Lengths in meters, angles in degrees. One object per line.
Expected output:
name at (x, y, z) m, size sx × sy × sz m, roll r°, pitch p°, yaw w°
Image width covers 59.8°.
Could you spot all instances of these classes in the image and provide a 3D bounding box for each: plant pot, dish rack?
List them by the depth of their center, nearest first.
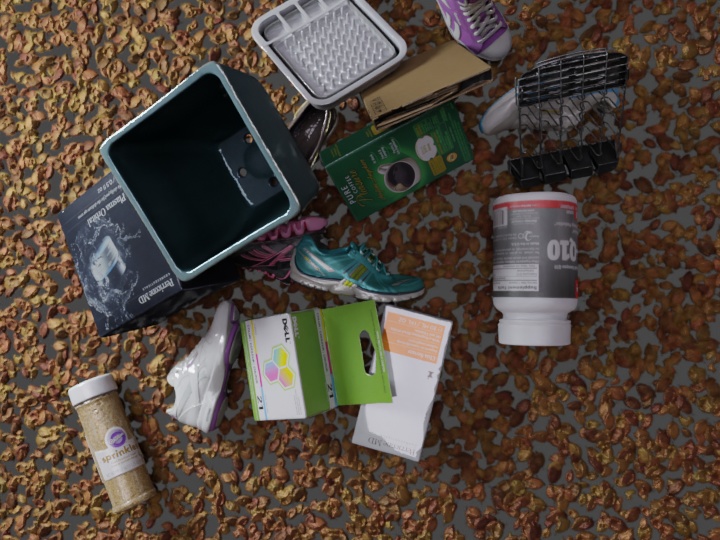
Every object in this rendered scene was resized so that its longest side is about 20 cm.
plant pot at (-0.167, -0.135, 0.828) m, size 0.196 × 0.200 × 0.196 m, roll -28°, pitch 96°, yaw 21°
dish rack at (0.273, -0.201, 0.830) m, size 0.152 × 0.201 × 0.055 m, roll -11°, pitch 46°, yaw 6°
dish rack at (-0.046, -0.327, 0.922) m, size 0.171 × 0.044 × 0.200 m, roll -33°, pitch 67°, yaw -11°

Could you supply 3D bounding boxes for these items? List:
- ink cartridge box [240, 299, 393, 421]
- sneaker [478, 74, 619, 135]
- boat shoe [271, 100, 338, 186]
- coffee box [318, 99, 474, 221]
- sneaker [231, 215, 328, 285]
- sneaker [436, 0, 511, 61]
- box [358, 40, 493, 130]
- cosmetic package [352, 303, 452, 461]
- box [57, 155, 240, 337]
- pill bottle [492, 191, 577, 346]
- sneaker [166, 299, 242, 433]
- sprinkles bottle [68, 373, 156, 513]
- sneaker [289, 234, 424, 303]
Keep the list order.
ink cartridge box at (-0.065, 0.126, 0.874) m, size 0.199 × 0.076 × 0.149 m, roll -13°, pitch 85°, yaw 38°
sneaker at (0.267, -0.232, 0.890) m, size 0.199 × 0.077 × 0.081 m, roll -21°, pitch 86°, yaw 8°
boat shoe at (-0.099, -0.171, 0.945) m, size 0.072 × 0.060 × 0.201 m, roll 31°, pitch 92°, yaw 7°
coffee box at (0.053, -0.164, 0.894) m, size 0.199 × 0.123 × 0.044 m, roll -29°, pitch 48°, yaw 7°
sneaker at (-0.137, -0.019, 0.942) m, size 0.199 × 0.079 × 0.096 m, roll -13°, pitch 98°, yaw 9°
sneaker at (0.154, -0.357, 0.855) m, size 0.073 × 0.114 × 0.200 m, roll -43°, pitch 121°, yaw 11°
box at (0.080, -0.261, 0.866) m, size 0.163 × 0.200 × 0.021 m, roll -22°, pitch 119°, yaw 5°
cosmetic package at (0.062, 0.156, 0.900) m, size 0.101 × 0.071 × 0.201 m, roll 13°, pitch 89°, yaw 8°
box at (-0.308, -0.035, 0.906) m, size 0.196 × 0.117 × 0.201 m, roll -26°, pitch 83°, yaw 31°
pill bottle at (0.240, 0.000, 0.861) m, size 0.113 × 0.114 × 0.201 m, roll 0°, pitch 87°, yaw 8°
sneaker at (-0.238, 0.138, 0.941) m, size 0.099 × 0.075 × 0.201 m, roll 14°, pitch 89°, yaw 7°
sprinkles bottle at (-0.379, 0.262, 0.958) m, size 0.068 × 0.068 × 0.201 m, roll -24°, pitch 85°, yaw 6°
sneaker at (0.000, 0.000, 0.894) m, size 0.199 × 0.078 × 0.080 m, roll 12°, pitch 95°, yaw -10°
